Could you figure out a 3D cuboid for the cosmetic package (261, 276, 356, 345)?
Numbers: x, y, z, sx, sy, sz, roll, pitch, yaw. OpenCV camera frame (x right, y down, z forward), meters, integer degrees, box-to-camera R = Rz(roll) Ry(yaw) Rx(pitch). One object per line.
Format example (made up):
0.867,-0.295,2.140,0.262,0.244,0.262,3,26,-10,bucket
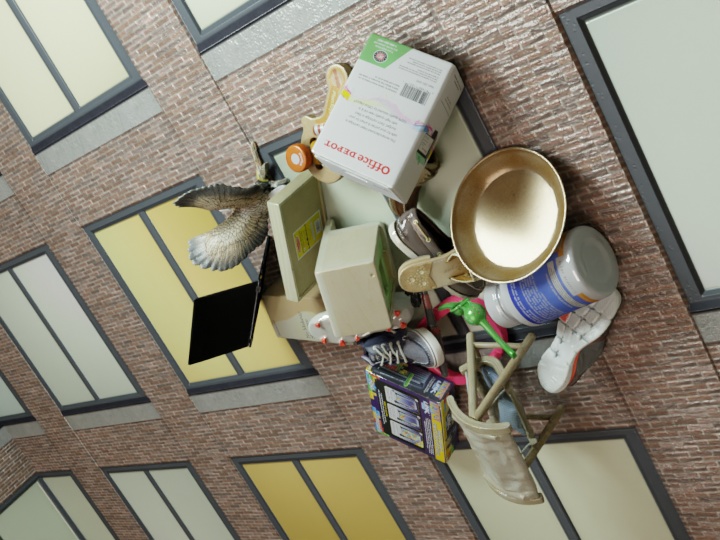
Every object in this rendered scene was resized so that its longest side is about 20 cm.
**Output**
-0.085,0.075,1.826,0.198,0.071,0.107,1,121,39,cosmetic package

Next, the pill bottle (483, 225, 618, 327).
0.282,0.018,1.450,0.113,0.112,0.199,52,138,-8,pill bottle

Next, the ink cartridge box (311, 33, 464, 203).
0.041,-0.220,1.395,0.143,0.202,0.084,25,175,21,ink cartridge box

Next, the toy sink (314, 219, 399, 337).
0.000,0.000,1.652,0.110,0.201,0.132,-11,117,10,toy sink

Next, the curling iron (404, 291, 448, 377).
0.123,0.102,1.667,0.049,0.025,0.202,23,141,56,curling iron

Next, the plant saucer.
0.224,-0.080,1.418,0.198,0.035,0.204,-8,77,39,plant saucer

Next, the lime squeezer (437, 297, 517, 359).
0.179,0.072,1.545,0.071,0.038,0.199,44,172,-38,lime squeezer

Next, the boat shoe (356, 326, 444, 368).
0.067,0.145,1.683,0.199,0.092,0.076,11,125,67,boat shoe

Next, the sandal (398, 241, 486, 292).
0.161,-0.001,1.487,0.208,0.070,0.078,-19,119,9,sandal

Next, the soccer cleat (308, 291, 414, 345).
0.003,0.082,1.711,0.197,0.078,0.070,-12,122,17,soccer cleat

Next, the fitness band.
0.175,0.121,1.679,0.144,0.037,0.200,48,138,2,fitness band

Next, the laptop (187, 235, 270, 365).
-0.250,0.057,1.830,0.114,0.202,0.189,11,134,-5,laptop

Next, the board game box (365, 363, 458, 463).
0.099,0.258,1.805,0.163,0.057,0.202,20,143,25,board game box

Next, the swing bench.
0.233,0.240,1.558,0.128,0.202,0.200,-2,133,30,swing bench

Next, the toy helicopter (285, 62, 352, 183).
-0.040,-0.235,1.552,0.131,0.078,0.203,29,124,27,toy helicopter

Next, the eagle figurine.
-0.223,-0.107,1.701,0.152,0.200,0.151,47,138,-2,eagle figurine

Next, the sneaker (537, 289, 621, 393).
0.352,0.103,1.502,0.077,0.081,0.202,52,125,36,sneaker

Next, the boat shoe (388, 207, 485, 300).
0.136,-0.026,1.551,0.199,0.072,0.059,38,125,-19,boat shoe

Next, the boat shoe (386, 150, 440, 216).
0.085,-0.168,1.498,0.073,0.076,0.202,19,133,22,boat shoe

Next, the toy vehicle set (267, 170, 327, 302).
-0.102,-0.062,1.695,0.026,0.124,0.203,13,129,30,toy vehicle set
